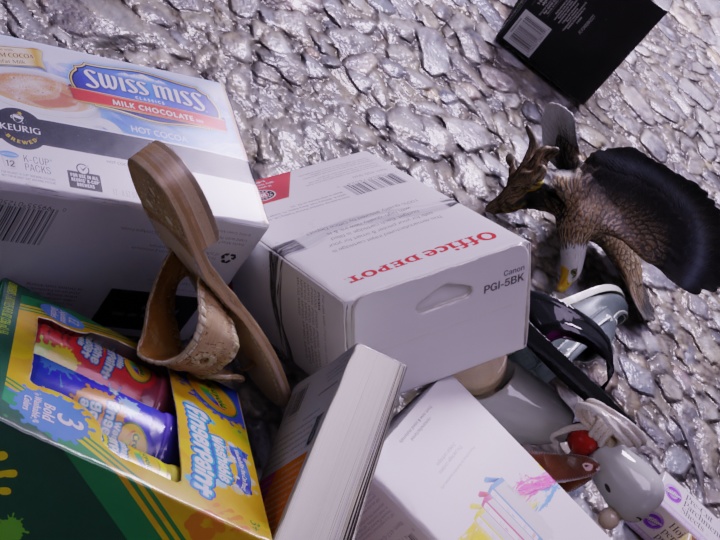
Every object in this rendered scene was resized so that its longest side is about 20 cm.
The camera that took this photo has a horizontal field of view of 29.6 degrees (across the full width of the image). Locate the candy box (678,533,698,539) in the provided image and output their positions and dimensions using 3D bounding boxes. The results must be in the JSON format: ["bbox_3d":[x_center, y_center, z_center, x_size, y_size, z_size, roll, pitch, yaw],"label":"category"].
[{"bbox_3d":[0.249,0.303,0.989,0.116,0.056,0.200,38,38,-5],"label":"candy box"}]

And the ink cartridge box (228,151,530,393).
[{"bbox_3d":[0.000,0.000,0.927,0.146,0.083,0.200,-17,30,-27],"label":"ink cartridge box"}]

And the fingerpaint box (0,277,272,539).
[{"bbox_3d":[-0.145,0.097,0.757,0.166,0.074,0.200,28,11,-17],"label":"fingerpaint box"}]

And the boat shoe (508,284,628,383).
[{"bbox_3d":[0.175,0.057,1.123,0.200,0.073,0.062,-7,62,-57],"label":"boat shoe"}]

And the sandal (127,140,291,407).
[{"bbox_3d":[-0.109,0.023,0.812,0.069,0.213,0.078,-37,45,-19],"label":"sandal"}]

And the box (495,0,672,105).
[{"bbox_3d":[0.255,-0.305,1.462,0.124,0.149,0.200,37,40,-5],"label":"box"}]

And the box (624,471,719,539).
[{"bbox_3d":[0.301,0.248,1.094,0.200,0.039,0.041,43,38,0],"label":"box"}]

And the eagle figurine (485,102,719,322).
[{"bbox_3d":[0.218,-0.043,1.220,0.199,0.152,0.152,19,24,-11],"label":"eagle figurine"}]

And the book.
[{"bbox_3d":[-0.043,0.149,0.762,0.048,0.134,0.201,24,69,-12],"label":"book"}]

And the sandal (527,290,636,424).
[{"bbox_3d":[0.136,0.035,0.995,0.201,0.048,0.075,47,3,10],"label":"sandal"}]

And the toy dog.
[{"bbox_3d":[0.116,0.127,0.998,0.200,0.096,0.132,34,-12,35],"label":"toy dog"}]

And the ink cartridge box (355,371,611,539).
[{"bbox_3d":[0.064,0.195,0.872,0.200,0.129,0.125,46,38,2],"label":"ink cartridge box"}]

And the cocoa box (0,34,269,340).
[{"bbox_3d":[-0.184,-0.051,0.876,0.199,0.133,0.132,8,48,-35],"label":"cocoa box"}]
